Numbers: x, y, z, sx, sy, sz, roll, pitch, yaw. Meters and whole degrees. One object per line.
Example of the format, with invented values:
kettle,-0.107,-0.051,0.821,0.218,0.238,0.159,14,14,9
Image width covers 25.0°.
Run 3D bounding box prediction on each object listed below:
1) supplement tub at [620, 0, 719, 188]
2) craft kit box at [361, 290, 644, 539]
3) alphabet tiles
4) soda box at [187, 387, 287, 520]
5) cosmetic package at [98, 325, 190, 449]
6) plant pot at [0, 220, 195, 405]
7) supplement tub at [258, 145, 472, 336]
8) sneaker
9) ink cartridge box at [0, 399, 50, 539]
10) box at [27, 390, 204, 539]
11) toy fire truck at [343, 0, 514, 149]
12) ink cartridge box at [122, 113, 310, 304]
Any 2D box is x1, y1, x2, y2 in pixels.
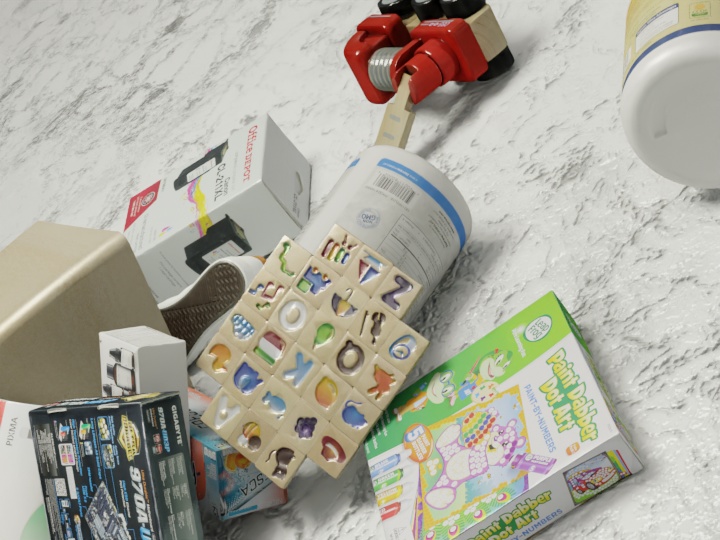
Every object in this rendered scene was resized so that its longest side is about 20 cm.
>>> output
supplement tub,0.289,-0.181,1.341,0.143,0.145,0.201,-23,33,28
craft kit box,0.099,0.131,1.239,0.196,0.049,0.201,-32,30,9
alphabet tiles,-0.041,0.069,1.336,0.166,0.006,0.201,35,89,25
soda box,-0.140,0.158,1.438,0.068,0.064,0.199,-10,14,-30
cosmetic package,-0.185,0.155,1.396,0.050,0.203,0.082,-7,11,-30
plant pot,-0.301,0.088,1.564,0.176,0.202,0.199,-34,23,-29
supplement tub,0.000,0.000,1.447,0.131,0.132,0.201,3,50,51
sneaker,-0.165,0.051,1.662,0.199,0.073,0.084,-34,-6,28
ink cartridge box,-0.307,0.194,1.422,0.050,0.198,0.163,-14,62,55
box,-0.198,0.205,1.342,0.158,0.203,0.046,-9,2,44
toy fire truck,0.044,-0.194,1.702,0.200,0.129,0.175,-41,27,-23
ink cartridge box,-0.159,-0.062,1.773,0.199,0.083,0.146,-30,29,19
